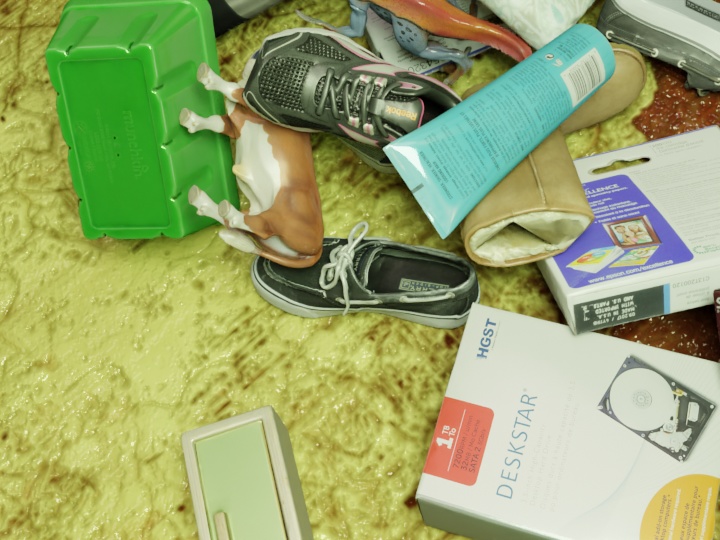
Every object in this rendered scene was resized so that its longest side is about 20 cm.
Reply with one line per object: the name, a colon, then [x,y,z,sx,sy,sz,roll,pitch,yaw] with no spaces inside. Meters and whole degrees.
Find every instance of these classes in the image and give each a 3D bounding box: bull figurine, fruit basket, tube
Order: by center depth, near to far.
tube: [0.110,-0.113,0.744,0.199,0.050,0.078,-39,91,-21]
bull figurine: [-0.081,-0.099,0.797,0.065,0.120,0.203,-36,59,41]
fruit basket: [-0.187,-0.140,0.871,0.152,0.216,0.219,0,64,11]

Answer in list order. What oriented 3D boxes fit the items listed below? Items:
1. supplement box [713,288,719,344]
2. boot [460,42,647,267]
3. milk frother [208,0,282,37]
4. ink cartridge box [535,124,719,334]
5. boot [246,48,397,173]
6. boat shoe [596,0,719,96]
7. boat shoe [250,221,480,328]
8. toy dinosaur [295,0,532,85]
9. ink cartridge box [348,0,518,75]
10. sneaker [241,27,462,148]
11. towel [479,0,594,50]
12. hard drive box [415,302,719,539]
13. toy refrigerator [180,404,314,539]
supplement box: [0.308,0.106,0.661,0.107,0.061,0.204,-5,84,-16]
boot: [0.161,-0.093,0.794,0.172,0.067,0.202,-17,36,14]
milk frother: [-0.139,-0.336,0.910,0.186,0.200,0.183,-24,48,16]
ink cartridge box: [0.231,-0.039,0.785,0.195,0.044,0.201,-13,32,1]
boot: [-0.030,-0.169,0.888,0.198,0.091,0.073,31,73,21]
boat shoe: [0.294,-0.186,0.855,0.197,0.067,0.071,23,47,-5]
boat shoe: [0.000,0.003,0.813,0.196,0.068,0.075,13,67,15]
toy dinosaur: [0.031,-0.244,0.828,0.198,0.180,0.107,6,72,50]
ink cartridge box: [0.087,-0.277,0.949,0.193,0.043,0.202,-22,67,-2]
sneaker: [0.012,-0.131,0.754,0.197,0.082,0.086,5,16,-25]
towel: [0.148,-0.302,0.827,0.170,0.048,0.201,38,74,3]
hard drive box: [0.156,0.130,0.721,0.197,0.077,0.158,12,66,15]
toy refrigerator: [-0.072,0.209,0.725,0.075,0.070,0.203,-16,63,1]
